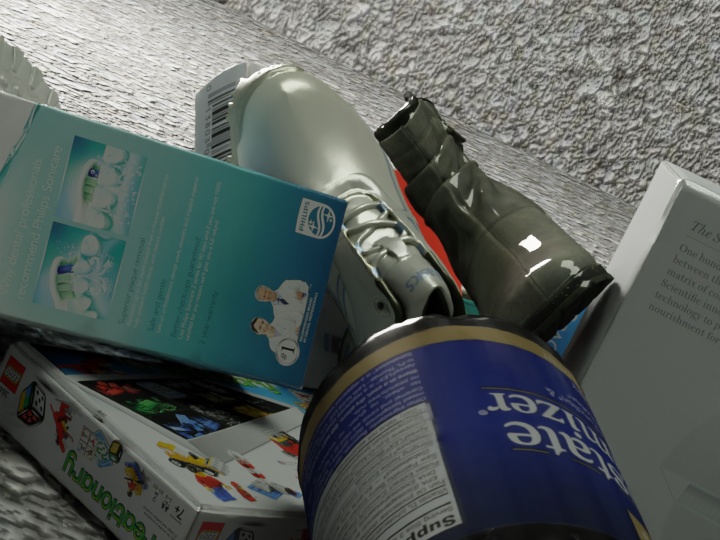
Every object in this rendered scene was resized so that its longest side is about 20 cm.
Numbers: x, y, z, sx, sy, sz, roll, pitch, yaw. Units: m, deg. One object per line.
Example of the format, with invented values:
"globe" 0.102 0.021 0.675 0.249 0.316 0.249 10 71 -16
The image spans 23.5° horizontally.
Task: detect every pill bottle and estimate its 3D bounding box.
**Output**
"pill bottle" 0.043 0.108 0.557 0.111 0.112 0.200 22 22 -20

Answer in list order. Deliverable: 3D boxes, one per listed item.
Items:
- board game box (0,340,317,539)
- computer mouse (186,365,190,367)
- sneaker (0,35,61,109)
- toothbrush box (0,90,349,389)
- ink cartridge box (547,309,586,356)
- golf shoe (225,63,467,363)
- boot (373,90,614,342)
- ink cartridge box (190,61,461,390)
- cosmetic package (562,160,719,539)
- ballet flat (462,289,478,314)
"board game box" -0.040 0.083 0.713 0.126 0.035 0.199 34 13 39
"computer mouse" -0.110 0.009 0.873 0.199 0.044 0.110 22 11 -25
"sneaker" -0.247 -0.098 0.985 0.200 0.080 0.077 38 41 -43
"toothbrush box" -0.130 -0.019 0.721 0.198 0.086 0.146 15 -3 -30
"ink cartridge box" 0.177 0.100 0.935 0.199 0.116 0.068 29 12 14
"golf shoe" 0.011 -0.008 0.796 0.201 0.078 0.097 62 -23 -8
"boot" 0.051 -0.026 0.838 0.131 0.068 0.200 50 3 -3
"ink cartridge box" 0.000 0.000 0.897 0.199 0.164 0.057 15 -26 -38
"cosmetic package" 0.189 0.083 0.817 0.198 0.201 0.123 27 11 1
"ballet flat" 0.085 0.043 1.145 0.199 0.070 0.069 21 12 -25
